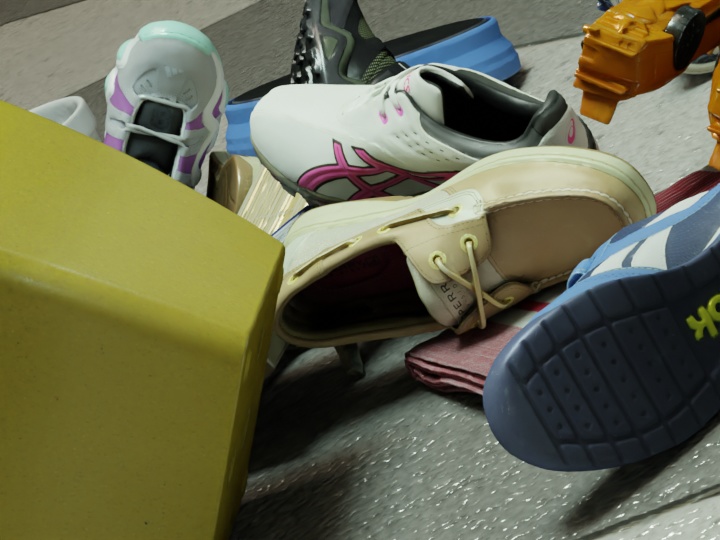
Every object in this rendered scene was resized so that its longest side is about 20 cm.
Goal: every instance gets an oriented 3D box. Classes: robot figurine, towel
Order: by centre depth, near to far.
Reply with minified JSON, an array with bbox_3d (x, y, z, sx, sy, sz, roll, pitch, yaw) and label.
[{"bbox_3d":[0.125,0.002,1.261,0.199,0.023,0.144,-32,13,-13],"label":"towel"},{"bbox_3d":[0.188,-0.111,1.334,0.144,0.059,0.200,24,28,22],"label":"robot figurine"}]

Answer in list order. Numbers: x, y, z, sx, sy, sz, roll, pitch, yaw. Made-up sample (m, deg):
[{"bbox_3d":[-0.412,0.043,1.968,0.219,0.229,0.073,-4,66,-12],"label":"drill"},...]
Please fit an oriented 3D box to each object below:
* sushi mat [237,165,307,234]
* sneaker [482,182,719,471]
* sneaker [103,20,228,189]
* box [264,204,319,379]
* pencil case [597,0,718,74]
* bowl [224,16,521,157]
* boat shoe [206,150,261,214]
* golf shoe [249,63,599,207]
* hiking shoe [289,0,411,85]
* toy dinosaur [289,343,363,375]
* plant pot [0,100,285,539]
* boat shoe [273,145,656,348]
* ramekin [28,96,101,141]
[{"bbox_3d":[-0.045,-0.032,1.510,0.095,0.012,0.201,-16,43,55],"label":"sushi mat"},{"bbox_3d":[0.117,0.023,1.113,0.200,0.074,0.082,-31,11,-34],"label":"sneaker"},{"bbox_3d":[-0.130,-0.040,1.645,0.077,0.201,0.140,10,40,-6],"label":"sneaker"},{"bbox_3d":[-0.094,0.055,1.392,0.200,0.032,0.121,-37,15,36],"label":"box"},{"bbox_3d":[0.180,-0.170,1.603,0.089,0.078,0.200,-4,15,-3],"label":"pencil case"},{"bbox_3d":[0.004,-0.119,1.767,0.200,0.040,0.201,-18,8,3],"label":"bowl"},{"bbox_3d":[-0.060,-0.038,1.673,0.065,0.073,0.200,5,-2,-10],"label":"boat shoe"},{"bbox_3d":[0.029,-0.071,1.327,0.199,0.092,0.073,13,48,30],"label":"golf shoe"},{"bbox_3d":[0.022,-0.071,1.450,0.100,0.201,0.076,-4,-36,-17],"label":"hiking shoe"},{"bbox_3d":[0.000,0.000,1.461,0.088,0.048,0.200,-12,25,32],"label":"toy dinosaur"},{"bbox_3d":[-0.135,0.051,1.208,0.175,0.201,0.200,11,20,2],"label":"plant pot"},{"bbox_3d":[0.044,-0.002,1.265,0.199,0.074,0.067,-16,34,34],"label":"boat shoe"},{"bbox_3d":[-0.255,-0.027,1.912,0.199,0.105,0.200,-27,15,8],"label":"ramekin"}]
